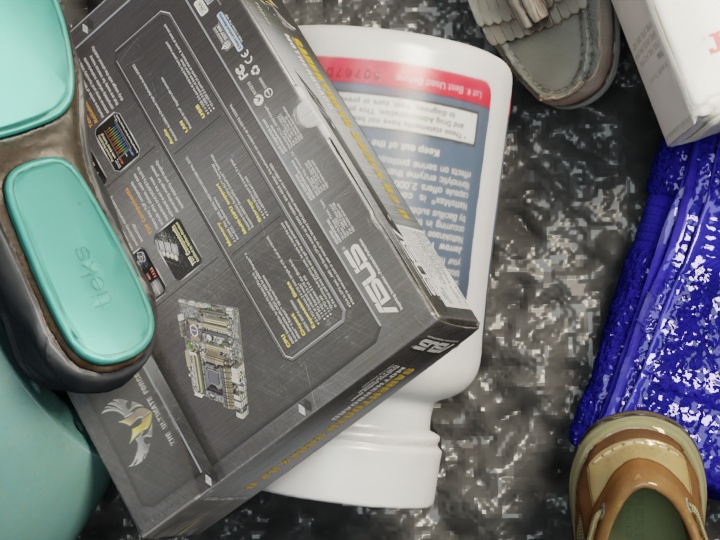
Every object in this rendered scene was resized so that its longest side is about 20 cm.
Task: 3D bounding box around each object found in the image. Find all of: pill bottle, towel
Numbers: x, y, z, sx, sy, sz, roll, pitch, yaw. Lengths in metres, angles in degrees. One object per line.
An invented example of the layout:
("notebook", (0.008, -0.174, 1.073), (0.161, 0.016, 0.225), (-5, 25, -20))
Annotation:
("pill bottle", (0.000, 0.000, 0.738), (0.118, 0.120, 0.202), (7, 88, 5))
("towel", (0.192, 0.012, 0.757), (0.146, 0.050, 0.202), (19, 89, 6))

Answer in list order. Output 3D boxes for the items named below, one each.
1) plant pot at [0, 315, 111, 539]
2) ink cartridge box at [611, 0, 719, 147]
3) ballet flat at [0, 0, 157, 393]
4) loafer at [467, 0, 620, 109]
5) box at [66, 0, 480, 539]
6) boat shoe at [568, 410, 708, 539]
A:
("plant pot", (-0.201, 0.070, 0.706), (0.160, 0.201, 0.202), (-33, 85, 6))
("ink cartridge box", (0.169, -0.173, 0.707), (0.144, 0.085, 0.202), (-20, 85, 0))
("ballet flat", (-0.138, -0.043, 0.652), (0.072, 0.073, 0.202), (-22, 82, 3))
("loafer", (0.063, -0.172, 0.761), (0.071, 0.063, 0.202), (-19, 83, 32))
("box", (-0.067, -0.015, 0.678), (0.158, 0.048, 0.201), (-38, 71, 19))
("boat shoe", (0.127, 0.166, 0.724), (0.075, 0.074, 0.202), (-9, 105, 8))
